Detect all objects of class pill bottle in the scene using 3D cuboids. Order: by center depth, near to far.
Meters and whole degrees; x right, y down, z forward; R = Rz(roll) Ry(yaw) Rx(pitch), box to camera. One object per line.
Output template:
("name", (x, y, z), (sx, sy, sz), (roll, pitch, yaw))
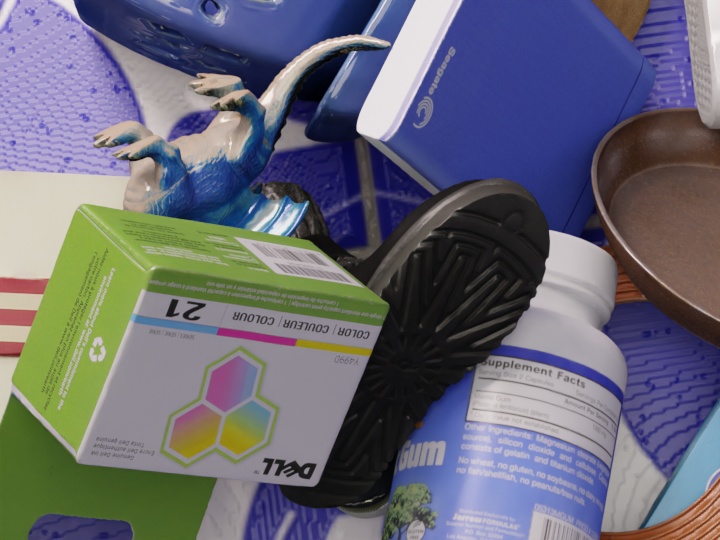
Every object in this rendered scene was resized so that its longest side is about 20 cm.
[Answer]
("pill bottle", (0.077, 0.085, 1.543), (0.111, 0.112, 0.201), (10, 71, 3))

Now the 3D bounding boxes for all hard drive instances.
("hard drive", (0.080, -0.089, 1.556), (0.025, 0.200, 0.132), (22, 81, 35))

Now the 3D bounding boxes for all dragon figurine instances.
("dragon figurine", (-0.067, -0.040, 1.485), (0.199, 0.059, 0.100), (-32, 116, -18))

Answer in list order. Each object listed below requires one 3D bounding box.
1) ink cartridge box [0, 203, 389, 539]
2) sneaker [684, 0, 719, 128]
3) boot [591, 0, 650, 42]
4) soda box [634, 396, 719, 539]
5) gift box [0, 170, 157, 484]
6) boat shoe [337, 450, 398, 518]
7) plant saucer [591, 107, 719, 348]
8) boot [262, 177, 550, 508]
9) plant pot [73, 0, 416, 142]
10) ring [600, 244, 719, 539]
("ink cartridge box", (-0.093, 0.081, 1.436), (0.076, 0.147, 0.201), (38, 112, 46))
("sneaker", (0.238, -0.177, 1.648), (0.117, 0.074, 0.202), (-2, 79, -7))
("boot", (0.136, -0.188, 1.662), (0.075, 0.074, 0.201), (32, 83, -20))
("soda box", (0.179, 0.154, 1.603), (0.068, 0.064, 0.201), (32, 84, 5))
("gift box", (-0.201, 0.049, 1.557), (0.186, 0.185, 0.201), (4, 76, -9))
("boat shoe", (0.026, 0.034, 1.616), (0.074, 0.066, 0.200), (28, 86, 26))
("plant saucer", (0.211, -0.012, 1.588), (0.199, 0.200, 0.035), (25, 127, 5))
("boot", (-0.002, 0.000, 1.531), (0.211, 0.079, 0.158), (-49, 38, 21))
("plant pot", (-0.029, -0.182, 1.594), (0.179, 0.200, 0.201), (31, 85, -1))
("ring", (0.140, 0.075, 1.595), (0.199, 0.019, 0.202), (-10, 65, 22))
